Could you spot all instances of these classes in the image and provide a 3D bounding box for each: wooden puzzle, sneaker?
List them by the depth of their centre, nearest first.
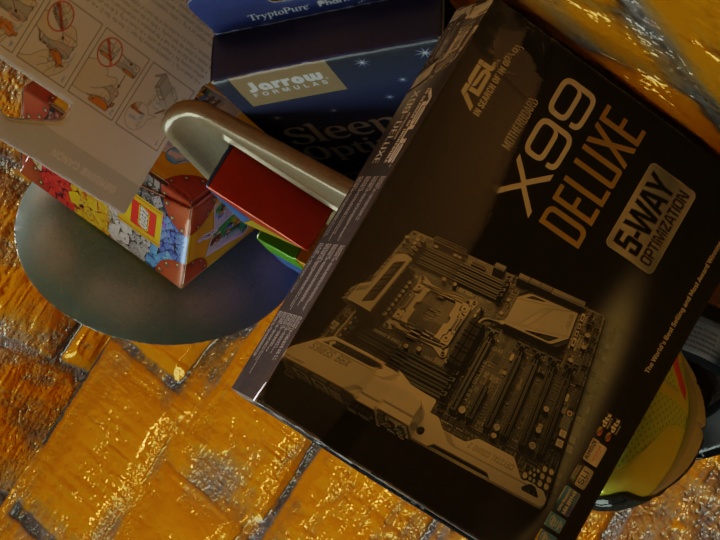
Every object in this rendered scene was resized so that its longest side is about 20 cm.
[{"bbox_3d":[0.120,0.022,0.816,0.078,0.201,0.090,-12,138,25],"label":"sneaker"},{"bbox_3d":[0.002,-0.009,0.876,0.199,0.047,0.185,24,171,19],"label":"wooden puzzle"}]

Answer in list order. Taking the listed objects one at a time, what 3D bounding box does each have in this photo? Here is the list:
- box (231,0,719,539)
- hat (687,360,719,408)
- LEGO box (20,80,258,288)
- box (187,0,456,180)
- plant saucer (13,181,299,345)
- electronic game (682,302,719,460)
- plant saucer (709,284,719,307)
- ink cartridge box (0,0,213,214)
[{"bbox_3d":[0.062,0.009,0.728,0.157,0.201,0.050,34,173,-16],"label":"box"},{"bbox_3d":[0.180,0.097,1.176,0.199,0.081,0.201,23,157,10],"label":"hat"},{"bbox_3d":[-0.106,-0.104,1.120,0.149,0.200,0.077,34,140,18],"label":"LEGO box"},{"bbox_3d":[0.009,-0.085,0.823,0.120,0.033,0.200,-8,155,23],"label":"box"},{"bbox_3d":[-0.134,-0.037,1.133,0.200,0.201,0.039,33,140,18],"label":"plant saucer"},{"bbox_3d":[0.168,0.065,1.042,0.198,0.042,0.200,11,150,7],"label":"electronic game"},{"bbox_3d":[0.257,0.043,1.118,0.199,0.038,0.200,34,180,0],"label":"plant saucer"},{"bbox_3d":[-0.146,-0.147,0.840,0.043,0.174,0.200,33,179,43],"label":"ink cartridge box"}]
